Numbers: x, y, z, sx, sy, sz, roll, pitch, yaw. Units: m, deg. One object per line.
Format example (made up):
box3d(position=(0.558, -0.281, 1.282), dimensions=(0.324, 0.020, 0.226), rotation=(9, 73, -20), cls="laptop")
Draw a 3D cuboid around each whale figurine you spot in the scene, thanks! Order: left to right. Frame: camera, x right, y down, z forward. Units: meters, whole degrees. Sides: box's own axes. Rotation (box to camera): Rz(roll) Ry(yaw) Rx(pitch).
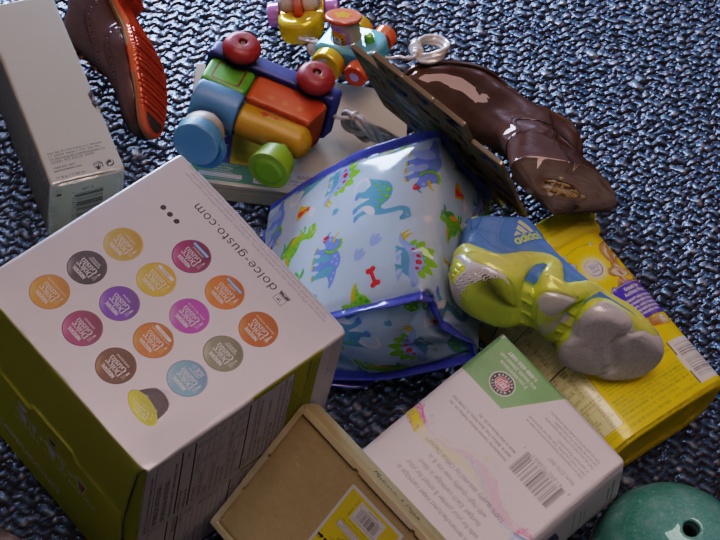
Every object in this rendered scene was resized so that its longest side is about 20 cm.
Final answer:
box3d(position=(0.232, 0.253, 1.530), dimensions=(0.158, 0.104, 0.200), rotation=(25, 54, 5), cls="whale figurine")

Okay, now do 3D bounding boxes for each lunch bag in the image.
box3d(position=(0.000, 0.000, 1.630), dimensions=(0.199, 0.127, 0.171), rotation=(-13, 51, 27), cls="lunch bag")

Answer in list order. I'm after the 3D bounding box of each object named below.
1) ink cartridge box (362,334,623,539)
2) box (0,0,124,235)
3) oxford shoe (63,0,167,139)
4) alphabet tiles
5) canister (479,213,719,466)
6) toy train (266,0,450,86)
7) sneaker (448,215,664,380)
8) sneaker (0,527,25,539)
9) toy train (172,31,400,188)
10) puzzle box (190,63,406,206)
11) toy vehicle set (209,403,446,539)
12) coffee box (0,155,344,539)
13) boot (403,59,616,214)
box3d(position=(0.084, 0.174, 1.538), dimensions=(0.200, 0.088, 0.145), rotation=(-38, 69, -14), cls="ink cartridge box")
box3d(position=(-0.268, -0.136, 1.702), dimensions=(0.068, 0.082, 0.201), rotation=(-15, 62, -19), cls="box")
box3d(position=(-0.225, -0.197, 1.772), dimensions=(0.072, 0.071, 0.201), rotation=(-22, 63, 9), cls="oxford shoe")
box3d(position=(0.067, -0.114, 1.626), dimensions=(0.166, 0.200, 0.006), rotation=(40, 85, 21), cls="alphabet tiles")
box3d(position=(0.191, 0.061, 1.662), dimensions=(0.148, 0.087, 0.200), rotation=(-28, 68, -26), cls="canister")
box3d(position=(-0.005, -0.249, 1.812), dimensions=(0.150, 0.056, 0.200), rotation=(-22, 42, -12), cls="toy train")
box3d(position=(0.160, 0.011, 1.579), dimensions=(0.199, 0.076, 0.105), rotation=(27, 40, -25), cls="sneaker")
box3d(position=(-0.255, 0.261, 1.458), dimensions=(0.199, 0.060, 0.104), rotation=(27, 55, 13), cls="sneaker")
box3d(position=(-0.056, -0.115, 1.690), dimensions=(0.199, 0.085, 0.116), rotation=(23, 48, 4), cls="toy train")
box3d(position=(-0.057, -0.115, 1.764), dimensions=(0.199, 0.025, 0.134), rotation=(8, 56, -6), cls="puzzle box")
box3d(position=(-0.010, 0.213, 1.471), dimensions=(0.200, 0.124, 0.026), rotation=(46, 17, 21), cls="toy vehicle set")
box3d(position=(-0.158, 0.080, 1.508), dimensions=(0.197, 0.200, 0.200), rotation=(-34, 69, -28), cls="coffee box")
box3d(position=(0.125, -0.113, 1.710), dimensions=(0.185, 0.065, 0.200), rotation=(17, 21, -8), cls="boot")
